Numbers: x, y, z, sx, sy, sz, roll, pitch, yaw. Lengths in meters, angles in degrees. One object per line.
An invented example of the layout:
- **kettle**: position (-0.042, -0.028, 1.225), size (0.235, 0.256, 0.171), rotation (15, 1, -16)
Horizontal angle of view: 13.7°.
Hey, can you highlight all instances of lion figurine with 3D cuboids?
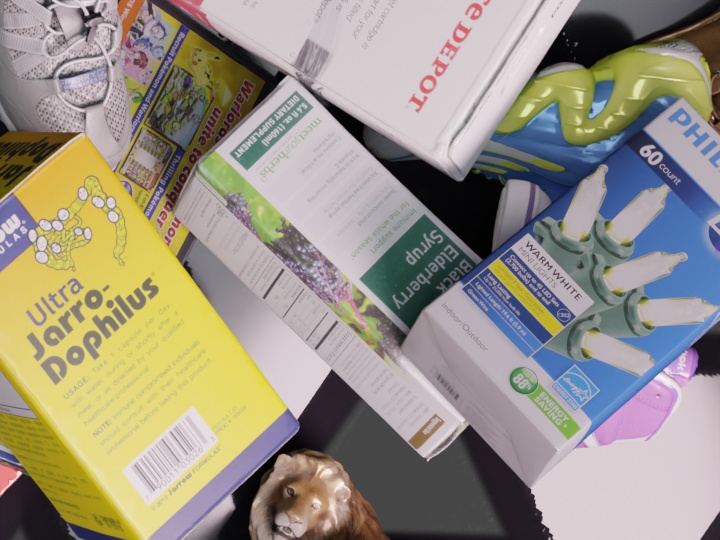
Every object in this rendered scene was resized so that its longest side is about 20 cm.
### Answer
- **lion figurine**: position (0.016, 0.187, 1.740), size (0.200, 0.072, 0.123), rotation (24, 97, -19)

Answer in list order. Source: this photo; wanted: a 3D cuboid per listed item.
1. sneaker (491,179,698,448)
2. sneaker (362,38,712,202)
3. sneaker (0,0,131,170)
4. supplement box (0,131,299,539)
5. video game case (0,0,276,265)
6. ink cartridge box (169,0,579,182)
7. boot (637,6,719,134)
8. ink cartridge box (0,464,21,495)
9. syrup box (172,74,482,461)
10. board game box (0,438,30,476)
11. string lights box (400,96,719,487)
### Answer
- **sneaker**: position (0.132, 0.024, 1.684), size (0.114, 0.073, 0.201), rotation (1, 139, 11)
- **sneaker**: position (0.103, -0.063, 1.678), size (0.200, 0.076, 0.105), rotation (-11, 90, 15)
- **sneaker**: position (-0.160, -0.139, 1.557), size (0.075, 0.082, 0.200), rotation (-26, 112, -27)
- **supplement box**: position (-0.145, 0.037, 1.553), size (0.110, 0.109, 0.200), rotation (-43, 110, -20)
- **video game case**: position (-0.161, -0.067, 1.624), size (0.181, 0.025, 0.200), rotation (34, 73, -24)
- **ink cartridge box**: position (0.008, -0.162, 1.624), size (0.200, 0.085, 0.146), rotation (33, 89, 14)
- **boot**: position (0.194, -0.102, 1.715), size (0.200, 0.075, 0.074), rotation (-37, 107, -1)
- **ink cartridge box**: position (-0.279, 0.078, 1.643), size (0.200, 0.045, 0.176), rotation (44, 87, -14)
- **syrup box**: position (0.000, 0.000, 1.615), size (0.200, 0.081, 0.079), rotation (44, 66, 4)
- **board game box**: position (-0.188, 0.002, 1.643), size (0.135, 0.034, 0.200), rotation (24, 79, -27)
- **string lights box**: position (0.129, 0.010, 1.570), size (0.200, 0.059, 0.103), rotation (-39, 80, -25)
